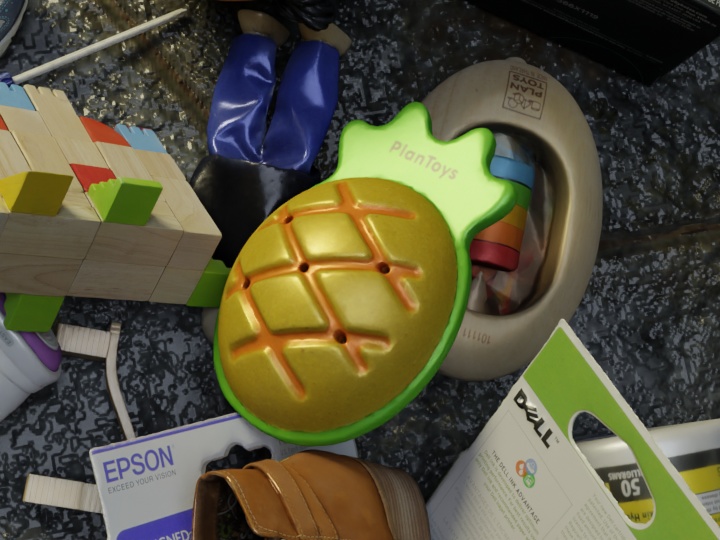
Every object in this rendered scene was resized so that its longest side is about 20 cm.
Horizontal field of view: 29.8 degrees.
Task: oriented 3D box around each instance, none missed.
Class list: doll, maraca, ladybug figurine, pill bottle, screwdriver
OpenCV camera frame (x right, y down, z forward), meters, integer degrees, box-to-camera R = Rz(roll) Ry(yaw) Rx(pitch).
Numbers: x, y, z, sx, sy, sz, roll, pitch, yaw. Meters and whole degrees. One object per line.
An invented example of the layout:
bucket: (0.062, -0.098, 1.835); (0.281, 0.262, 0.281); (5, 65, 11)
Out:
doll: (-0.055, -0.050, 0.799); (0.136, 0.048, 0.201); (11, 81, 12)
maraca: (0.000, 0.000, 0.723); (0.137, 0.107, 0.200); (27, 78, 26)
ladybug figurine: (0.074, -0.031, 0.814); (0.135, 0.072, 0.200); (17, 78, -8)
pill bottle: (0.178, 0.192, 0.779); (0.111, 0.111, 0.201); (-8, 82, -13)
screwdriver: (-0.188, -0.117, 0.794); (0.200, 0.029, 0.028); (-26, 102, -17)

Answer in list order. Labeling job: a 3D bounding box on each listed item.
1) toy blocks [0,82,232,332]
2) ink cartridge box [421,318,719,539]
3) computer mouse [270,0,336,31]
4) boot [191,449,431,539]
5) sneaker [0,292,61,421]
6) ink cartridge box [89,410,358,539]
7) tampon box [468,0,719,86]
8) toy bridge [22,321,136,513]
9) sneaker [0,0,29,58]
toy blocks: (-0.173, -0.049, 0.734); (0.200, 0.100, 0.137); (6, 36, -41)
ink cartridge box: (0.117, 0.143, 0.702); (0.076, 0.200, 0.148); (-3, 47, -38)
computer mouse: (0.014, -0.204, 0.828); (0.200, 0.110, 0.044); (-32, 124, -23)
boot: (-0.005, 0.184, 0.668); (0.155, 0.077, 0.200); (13, 60, -54)
sneaker: (-0.257, 0.007, 0.740); (0.100, 0.075, 0.200); (-42, 83, 3)
ink cartridge box: (-0.056, 0.175, 0.714); (0.198, 0.043, 0.200); (-7, 80, -52)
tampon box: (0.173, -0.248, 0.842); (0.150, 0.126, 0.200); (23, 77, -8)
toy bridge: (-0.156, 0.127, 0.764); (0.067, 0.027, 0.201); (11, 79, -10)
sneaker: (-0.274, -0.129, 0.752); (0.200, 0.086, 0.078); (-31, 89, -14)
